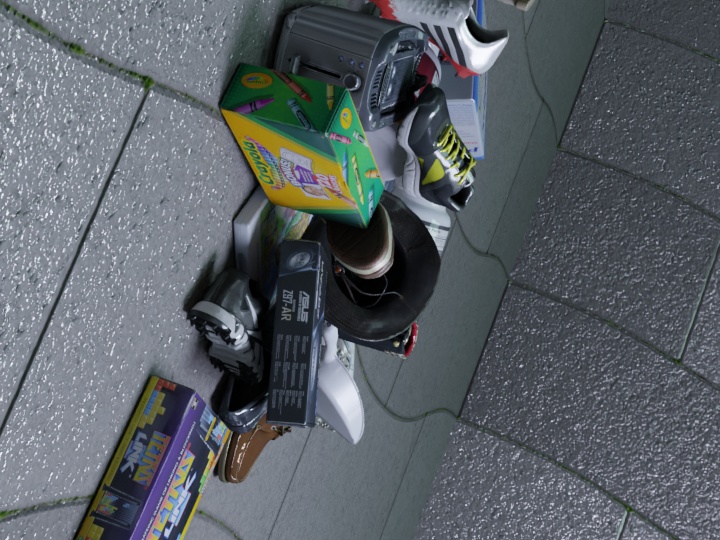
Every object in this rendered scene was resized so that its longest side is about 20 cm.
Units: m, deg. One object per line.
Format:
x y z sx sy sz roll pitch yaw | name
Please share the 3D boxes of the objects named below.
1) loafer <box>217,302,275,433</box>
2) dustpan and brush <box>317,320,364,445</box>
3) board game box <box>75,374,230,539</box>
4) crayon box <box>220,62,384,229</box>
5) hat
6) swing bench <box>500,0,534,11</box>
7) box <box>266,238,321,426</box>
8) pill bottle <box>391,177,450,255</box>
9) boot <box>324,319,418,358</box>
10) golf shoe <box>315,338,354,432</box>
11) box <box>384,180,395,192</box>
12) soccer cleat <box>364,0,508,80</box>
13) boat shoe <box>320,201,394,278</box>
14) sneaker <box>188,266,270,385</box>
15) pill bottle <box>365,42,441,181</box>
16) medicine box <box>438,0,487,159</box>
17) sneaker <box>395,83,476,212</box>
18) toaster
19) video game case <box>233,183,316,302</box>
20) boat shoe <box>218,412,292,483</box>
-0.109 0.102 1.591 0.201 0.068 0.070 -61 171 -22 | loafer
-0.045 0.129 1.739 0.057 0.139 0.200 -40 150 -19 | dustpan and brush
-0.215 0.229 1.381 0.165 0.056 0.201 72 39 -69 | board game box
-0.055 -0.125 1.356 0.200 0.118 0.058 65 45 -62 | crayon box
0.000 0.000 1.659 0.081 0.200 0.201 -32 -152 60 | hat
0.114 -0.392 1.528 0.200 0.198 0.130 20 89 -75 | swing bench
-0.070 0.075 1.486 0.160 0.043 0.201 80 15 -82 | box
0.069 -0.047 1.984 0.116 0.116 0.201 -3 111 -75 | pill bottle
-0.008 0.053 1.737 0.204 0.153 0.074 56 54 -72 | boot
-0.034 0.148 1.937 0.097 0.078 0.201 -64 166 -49 | golf shoe
-0.004 -0.125 1.746 0.200 0.043 0.161 -56 159 -46 | box
0.087 -0.309 1.565 0.085 0.200 0.069 -41 -160 35 | soccer cleat
0.001 -0.047 1.485 0.075 0.203 0.075 -34 128 6 | boat shoe
-0.130 0.059 1.457 0.091 0.066 0.200 -63 162 -21 | sneaker
0.034 -0.217 1.610 0.113 0.112 0.201 89 15 -54 | pill bottle
0.117 -0.270 1.797 0.200 0.102 0.183 62 30 -71 | medicine box
0.096 -0.137 1.495 0.075 0.084 0.200 -55 161 -19 | sneaker
-0.010 -0.223 1.418 0.200 0.129 0.114 -37 144 -65 | toaster
-0.092 -0.055 1.546 0.183 0.022 0.200 94 20 -47 | video game case
-0.116 0.180 1.666 0.072 0.068 0.201 60 51 -72 | boat shoe
